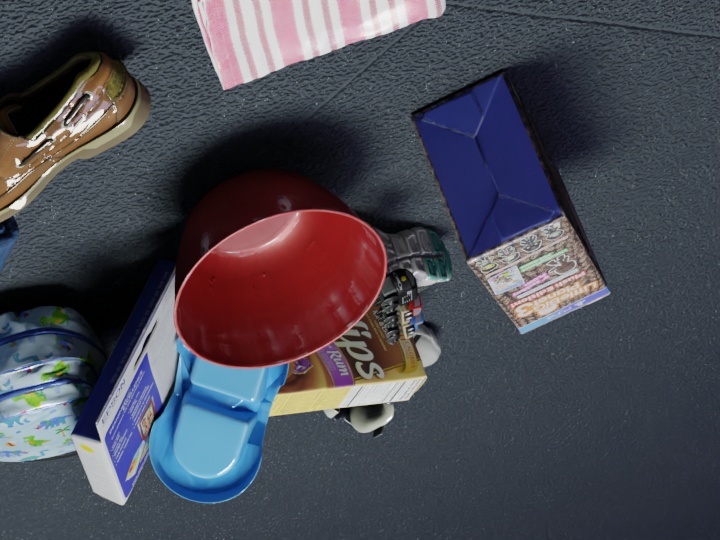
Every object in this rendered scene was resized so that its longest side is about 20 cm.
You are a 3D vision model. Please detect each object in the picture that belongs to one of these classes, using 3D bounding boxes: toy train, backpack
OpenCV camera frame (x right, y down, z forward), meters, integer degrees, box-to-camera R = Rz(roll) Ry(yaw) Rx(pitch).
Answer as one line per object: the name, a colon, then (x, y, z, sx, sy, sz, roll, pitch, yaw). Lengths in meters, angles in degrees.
toy train: (0.038, 0.034, 1.637, 0.046, 0.034, 0.200, -25, 166, -4)
backpack: (-0.310, 0.111, 1.596, 0.162, 0.154, 0.201, -8, 139, -8)

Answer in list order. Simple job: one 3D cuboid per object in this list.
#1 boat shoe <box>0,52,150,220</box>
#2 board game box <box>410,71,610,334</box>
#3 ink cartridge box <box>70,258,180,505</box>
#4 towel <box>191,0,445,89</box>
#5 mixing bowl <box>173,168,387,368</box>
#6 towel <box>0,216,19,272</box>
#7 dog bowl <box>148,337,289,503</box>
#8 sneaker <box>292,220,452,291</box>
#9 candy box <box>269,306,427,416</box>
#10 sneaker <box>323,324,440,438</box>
boat shoe: (-0.261, -0.105, 1.280, 0.199, 0.072, 0.068, -33, 139, 13)
board game box: (0.142, -0.058, 1.539, 0.096, 0.160, 0.200, -25, 154, 10)
ink cartridge box: (-0.211, 0.095, 1.570, 0.047, 0.199, 0.200, 18, 152, 12)
towel: (-0.028, -0.211, 1.284, 0.199, 0.030, 0.147, -19, 154, -2)
mixing bowl: (-0.086, -0.018, 1.497, 0.199, 0.109, 0.201, -15, 141, -13)
towel: (-0.375, 0.016, 1.452, 0.111, 0.049, 0.200, -2, 148, -33)
dog bowl: (-0.134, 0.124, 1.614, 0.111, 0.201, 0.050, 17, -170, 2)
sneaker: (0.000, 0.000, 1.652, 0.199, 0.078, 0.091, 11, 144, -43)
candy box: (-0.042, 0.082, 1.726, 0.199, 0.117, 0.057, -4, 150, -29)
sneaker: (0.022, 0.126, 1.835, 0.198, 0.130, 0.079, 9, 143, -44)
